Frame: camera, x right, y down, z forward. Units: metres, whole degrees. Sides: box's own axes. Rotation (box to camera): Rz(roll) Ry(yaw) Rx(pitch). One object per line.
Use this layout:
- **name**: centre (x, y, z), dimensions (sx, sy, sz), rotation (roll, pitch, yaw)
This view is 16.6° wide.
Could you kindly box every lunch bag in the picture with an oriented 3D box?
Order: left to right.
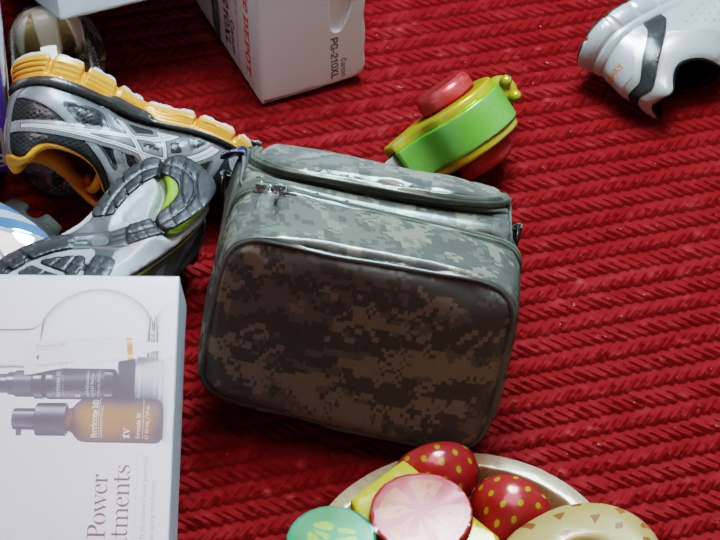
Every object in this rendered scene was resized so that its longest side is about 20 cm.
- **lunch bag**: centre (0.000, 0.000, 1.535), dimensions (0.198, 0.140, 0.168), rotation (10, 32, -1)

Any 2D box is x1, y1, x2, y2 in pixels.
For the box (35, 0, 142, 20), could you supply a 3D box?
- **box**: centre (-0.193, -0.258, 1.768), dimensions (0.124, 0.098, 0.200), rotation (-16, 23, -18)

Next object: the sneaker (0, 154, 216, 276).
- **sneaker**: centre (-0.168, 0.013, 1.565), dimensions (0.200, 0.081, 0.074), rotation (-36, 55, -24)

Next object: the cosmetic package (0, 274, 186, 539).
- **cosmetic package**: centre (-0.181, 0.103, 1.447), dimensions (0.149, 0.052, 0.202), rotation (0, 69, 2)

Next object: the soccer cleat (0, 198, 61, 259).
- **soccer cleat**: centre (-0.286, -0.030, 1.611), dimensions (0.199, 0.070, 0.086), rotation (25, 50, 22)

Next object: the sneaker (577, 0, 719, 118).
- **sneaker**: centre (0.249, -0.174, 1.776), dimensions (0.199, 0.074, 0.080), rotation (-34, 69, -24)

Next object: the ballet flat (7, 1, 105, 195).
- **ballet flat**: centre (-0.212, -0.142, 1.724), dimensions (0.071, 0.072, 0.201), rotation (-6, 46, -7)

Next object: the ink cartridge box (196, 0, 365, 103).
- **ink cartridge box**: centre (-0.074, -0.241, 1.770), dimensions (0.084, 0.145, 0.200), rotation (-19, 48, -17)

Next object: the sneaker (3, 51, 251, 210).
- **sneaker**: centre (-0.147, -0.071, 1.634), dimensions (0.199, 0.078, 0.078), rotation (22, 67, -14)

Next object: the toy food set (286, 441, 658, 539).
- **toy food set**: centre (0.061, 0.178, 1.428), dimensions (0.197, 0.049, 0.200), rotation (-34, 56, -30)

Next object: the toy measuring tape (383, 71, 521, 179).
- **toy measuring tape**: centre (0.049, -0.079, 1.661), dimensions (0.073, 0.074, 0.200), rotation (29, 49, 25)

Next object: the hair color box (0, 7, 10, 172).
- **hair color box**: centre (-0.277, -0.165, 1.702), dimensions (0.064, 0.110, 0.201), rotation (-6, 39, -5)
